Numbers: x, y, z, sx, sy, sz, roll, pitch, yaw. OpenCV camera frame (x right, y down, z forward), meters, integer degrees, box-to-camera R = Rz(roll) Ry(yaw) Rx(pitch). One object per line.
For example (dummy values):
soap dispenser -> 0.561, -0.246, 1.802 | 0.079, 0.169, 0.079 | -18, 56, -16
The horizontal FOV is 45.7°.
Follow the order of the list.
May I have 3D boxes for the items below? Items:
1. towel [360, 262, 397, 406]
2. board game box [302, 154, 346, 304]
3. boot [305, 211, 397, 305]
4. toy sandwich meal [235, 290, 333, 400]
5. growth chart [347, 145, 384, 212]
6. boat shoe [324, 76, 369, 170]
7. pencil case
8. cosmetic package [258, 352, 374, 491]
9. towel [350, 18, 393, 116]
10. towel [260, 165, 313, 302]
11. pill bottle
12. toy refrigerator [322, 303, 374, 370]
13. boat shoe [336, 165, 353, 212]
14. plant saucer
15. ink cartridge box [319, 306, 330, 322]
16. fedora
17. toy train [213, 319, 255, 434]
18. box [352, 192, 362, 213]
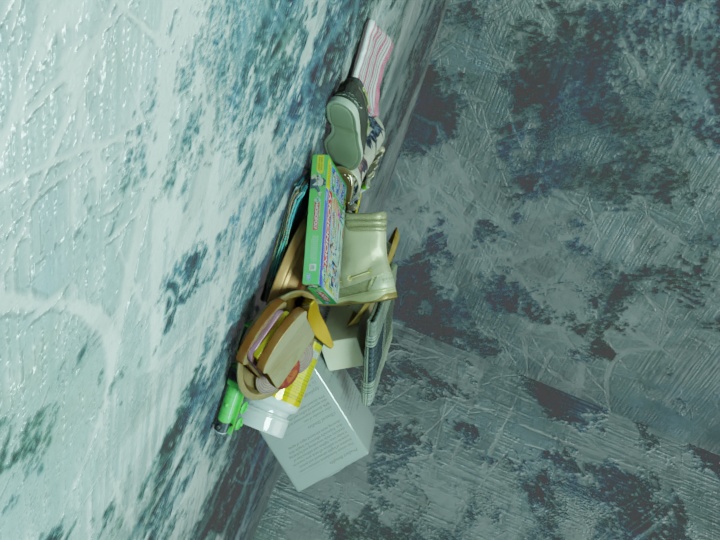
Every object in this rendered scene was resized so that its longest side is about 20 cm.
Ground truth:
towel -> 0.031, 0.114, 1.586 | 0.201, 0.034, 0.196 | -67, 162, -55
board game box -> -0.055, -0.061, 1.346 | 0.135, 0.028, 0.205 | 54, 38, -72
boot -> -0.031, -0.020, 1.467 | 0.072, 0.197, 0.159 | -8, 92, -53
toy sandwich meal -> -0.111, 0.120, 1.302 | 0.204, 0.070, 0.208 | -39, 144, -36
growth chart -> -0.024, -0.155, 1.611 | 0.143, 0.018, 0.202 | -23, -150, 36
boat shoe -> -0.017, -0.234, 1.392 | 0.202, 0.071, 0.061 | 97, 19, -67
pencil case -> -0.012, -0.212, 1.573 | 0.089, 0.078, 0.202 | -36, -159, 40
cosmetic package -> -0.093, 0.276, 1.655 | 0.165, 0.202, 0.167 | -29, -170, 12
towel -> 0.020, -0.348, 1.492 | 0.200, 0.029, 0.150 | -27, 132, -78
towel -> -0.109, -0.062, 1.375 | 0.147, 0.021, 0.203 | -61, 171, -67
pill bottle -> -0.143, 0.182, 1.503 | 0.114, 0.112, 0.204 | 96, 15, -79
toy refrigerator -> -0.020, 0.108, 1.666 | 0.201, 0.074, 0.071 | -76, 152, -60
boat shoe -> -0.064, -0.102, 1.507 | 0.065, 0.071, 0.203 | -79, -170, -60
plant saucer -> -0.108, 0.010, 1.395 | 0.200, 0.037, 0.204 | 22, 89, -88
ink cartridge box -> -0.067, 0.072, 1.825 | 0.173, 0.043, 0.204 | 37, -68, 50
fedora -> 0.000, 0.000, 1.569 | 0.204, 0.081, 0.201 | -63, -177, 5
toy train -> -0.187, 0.169, 1.336 | 0.204, 0.041, 0.056 | -71, 166, 16
box -> -0.020, -0.158, 1.786 | 0.161, 0.048, 0.202 | 107, -4, -45
